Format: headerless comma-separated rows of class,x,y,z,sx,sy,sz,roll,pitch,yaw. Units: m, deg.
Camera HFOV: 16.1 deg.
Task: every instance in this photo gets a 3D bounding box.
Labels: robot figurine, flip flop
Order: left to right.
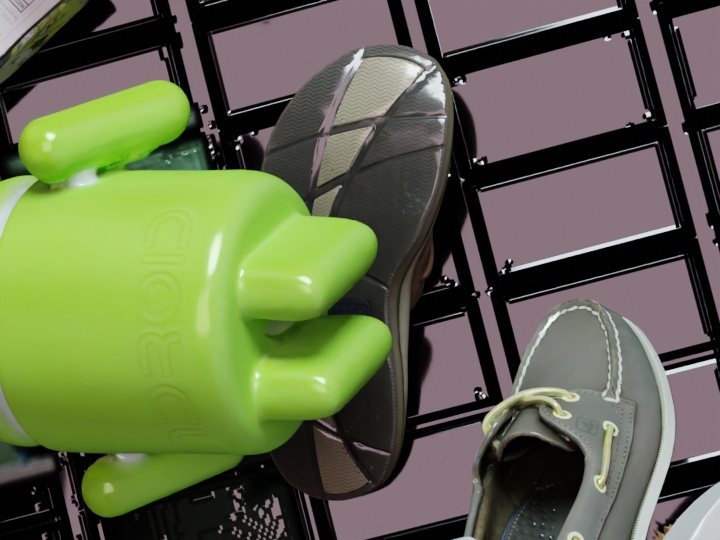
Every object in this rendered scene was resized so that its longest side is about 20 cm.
robot figurine,-0.092,0.017,1.039,0.200,0.116,0.176,0,113,23
flip flop,0.000,0.000,1.097,0.081,0.058,0.200,8,104,17

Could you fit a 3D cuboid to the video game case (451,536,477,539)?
video game case,-0.039,0.196,0.993,0.024,0.200,0.182,37,61,-16

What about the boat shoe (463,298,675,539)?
boat shoe,0.080,0.084,1.025,0.072,0.060,0.202,-19,40,31

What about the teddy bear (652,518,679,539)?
teddy bear,0.125,0.173,1.062,0.200,0.067,0.145,39,94,8

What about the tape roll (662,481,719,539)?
tape roll,0.203,0.167,1.013,0.203,0.037,0.203,6,72,-18

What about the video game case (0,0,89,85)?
video game case,-0.250,-0.135,1.143,0.181,0.036,0.200,-44,82,3
